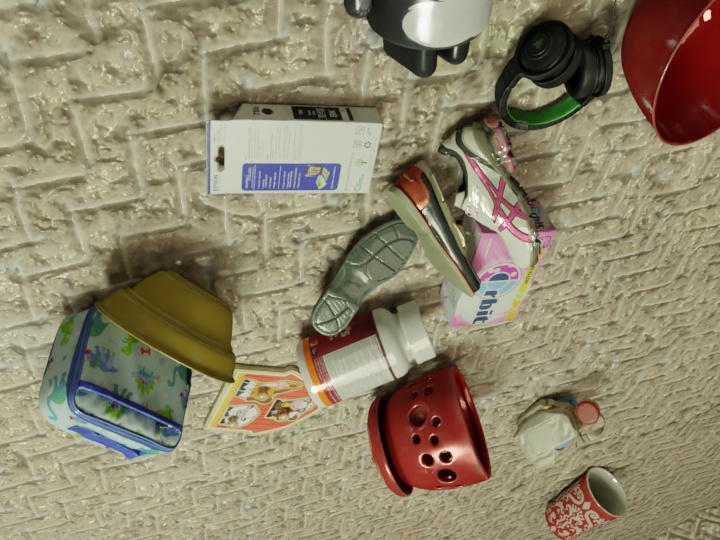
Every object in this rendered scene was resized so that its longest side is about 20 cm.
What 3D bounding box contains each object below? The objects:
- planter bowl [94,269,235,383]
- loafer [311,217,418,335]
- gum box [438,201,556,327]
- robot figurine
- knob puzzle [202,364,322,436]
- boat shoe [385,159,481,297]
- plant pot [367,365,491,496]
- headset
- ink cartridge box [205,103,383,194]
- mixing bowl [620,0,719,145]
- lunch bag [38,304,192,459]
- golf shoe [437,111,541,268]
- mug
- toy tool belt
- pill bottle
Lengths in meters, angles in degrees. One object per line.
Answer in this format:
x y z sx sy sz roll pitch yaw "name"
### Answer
-0.225 0.057 0.792 0.200 0.199 0.084 38 80 -42 "planter bowl"
0.000 0.000 0.870 0.072 0.063 0.200 39 101 -15 "loafer"
0.193 -0.002 0.918 0.111 0.067 0.202 -3 135 -14 "gum box"
0.061 -0.281 0.547 0.122 0.152 0.202 11 139 12 "robot figurine"
-0.152 0.237 1.076 0.215 0.031 0.222 -10 137 -10 "knob puzzle"
0.109 -0.049 0.813 0.063 0.071 0.201 -43 115 -12 "boat shoe"
0.120 0.292 1.109 0.180 0.203 0.201 -21 139 15 "plant pot"
0.230 -0.245 0.696 0.121 0.096 0.200 4 149 -28 "headset"
-0.078 -0.137 0.709 0.196 0.040 0.101 -3 136 -18 "ink cartridge box"
0.360 -0.251 0.674 0.197 0.109 0.203 -19 138 -18 "mixing bowl"
-0.317 0.155 0.832 0.081 0.163 0.200 -17 141 24 "lunch bag"
0.165 -0.089 0.784 0.091 0.073 0.203 -22 106 11 "golf shoe"
0.622 0.646 1.695 0.174 0.135 0.201 12 134 -26 "mug"
0.426 0.321 1.318 0.199 0.126 0.122 -41 164 28 "toy tool belt"
0.009 0.125 0.956 0.197 0.111 0.110 -23 138 4 "pill bottle"
